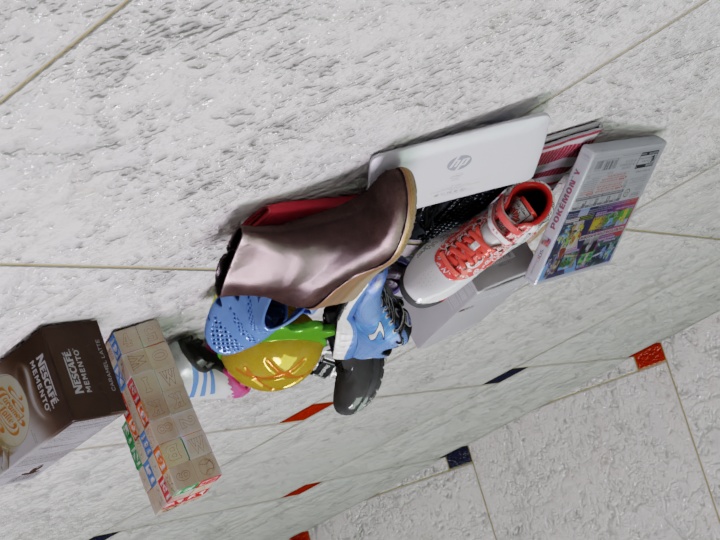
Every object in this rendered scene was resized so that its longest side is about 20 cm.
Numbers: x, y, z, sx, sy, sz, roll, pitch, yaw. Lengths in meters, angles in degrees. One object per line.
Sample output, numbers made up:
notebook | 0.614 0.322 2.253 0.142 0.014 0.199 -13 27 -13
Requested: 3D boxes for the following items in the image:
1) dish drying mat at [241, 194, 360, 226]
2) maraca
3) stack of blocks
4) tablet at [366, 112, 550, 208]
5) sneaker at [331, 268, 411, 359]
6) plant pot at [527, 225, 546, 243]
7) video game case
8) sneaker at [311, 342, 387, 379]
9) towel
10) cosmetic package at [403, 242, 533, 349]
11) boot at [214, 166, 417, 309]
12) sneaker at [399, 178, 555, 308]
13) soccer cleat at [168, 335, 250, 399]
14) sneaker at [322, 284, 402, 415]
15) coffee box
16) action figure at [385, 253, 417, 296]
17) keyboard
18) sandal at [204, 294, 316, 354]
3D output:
dish drying mat | -0.043 -0.059 1.577 0.199 0.018 0.077 -8 158 -43
maraca | -0.103 0.090 1.816 0.136 0.108 0.200 -4 166 -21
stack of blocks | -0.240 0.174 1.732 0.058 0.201 0.115 -18 165 -27
tablet | 0.100 -0.108 1.559 0.198 0.014 0.130 -15 154 -12
sneaker | 0.018 0.041 1.681 0.088 0.079 0.201 6 151 -1
plant pot | 0.152 -0.035 1.940 0.198 0.028 0.200 -22 166 -6
video game case | 0.289 -0.076 1.802 0.199 0.023 0.184 -13 131 -53
sneaker | -0.045 0.121 2.076 0.198 0.089 0.074 -14 165 -28
towel | 0.197 -0.110 1.754 0.143 0.023 0.200 -19 165 -19
cosmetic package | 0.130 0.017 1.868 0.106 0.091 0.200 -21 163 -26
boot | -0.045 -0.032 1.502 0.165 0.073 0.201 4 136 -30
sneaker | 0.135 -0.036 1.680 0.200 0.068 0.108 -31 171 -21
soccer cleat | -0.212 0.135 1.902 0.086 0.070 0.200 -34 156 9
sneaker | -0.013 0.083 1.859 0.090 0.202 0.076 9 -176 -35
coffee box | -0.361 0.151 1.644 0.200 0.115 0.079 -36 161 37
action figure | 0.000 0.000 1.756 0.198 0.070 0.130 5 159 -32
keyboard | 0.109 -0.067 1.694 0.103 0.040 0.200 -1 158 -21
sandal | -0.104 0.038 1.656 0.079 0.087 0.200 39 121 -22
